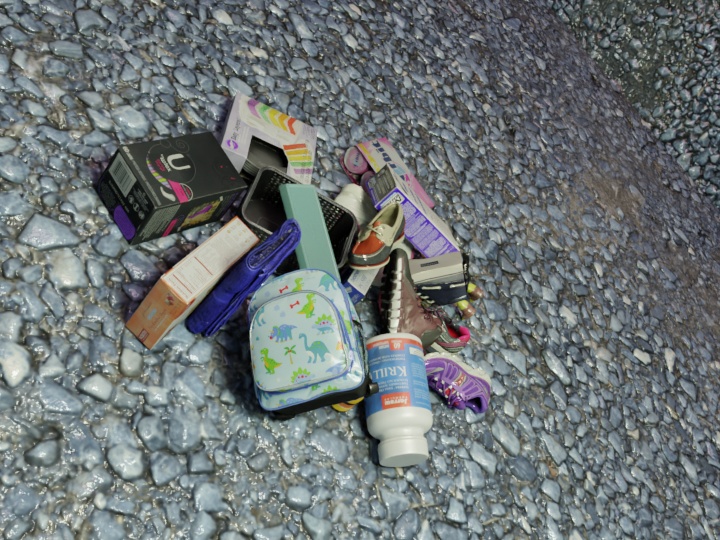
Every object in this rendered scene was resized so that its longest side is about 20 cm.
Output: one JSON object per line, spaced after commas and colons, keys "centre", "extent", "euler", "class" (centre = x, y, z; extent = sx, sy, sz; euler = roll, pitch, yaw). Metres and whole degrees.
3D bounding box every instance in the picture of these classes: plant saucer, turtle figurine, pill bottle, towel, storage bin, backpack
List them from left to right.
{"centre": [-0.173, 0.016, 1.229], "extent": [0.050, 0.200, 0.148], "euler": [46, 39, -4], "class": "towel"}
{"centre": [-0.120, -0.071, 1.410], "extent": [0.198, 0.094, 0.136], "euler": [29, 50, -13], "class": "storage bin"}
{"centre": [-0.085, 0.102, 1.219], "extent": [0.147, 0.180, 0.203], "euler": [66, 9, -68], "class": "backpack"}
{"centre": [-0.083, -0.062, 1.354], "extent": [0.069, 0.019, 0.202], "euler": [-1, 63, -31], "class": "plant saucer"}
{"centre": [0.061, 0.216, 1.338], "extent": [0.111, 0.112, 0.203], "euler": [13, 56, -34], "class": "pill bottle"}
{"centre": [0.179, 0.016, 1.660], "extent": [0.161, 0.064, 0.201], "euler": [37, 40, -12], "class": "turtle figurine"}

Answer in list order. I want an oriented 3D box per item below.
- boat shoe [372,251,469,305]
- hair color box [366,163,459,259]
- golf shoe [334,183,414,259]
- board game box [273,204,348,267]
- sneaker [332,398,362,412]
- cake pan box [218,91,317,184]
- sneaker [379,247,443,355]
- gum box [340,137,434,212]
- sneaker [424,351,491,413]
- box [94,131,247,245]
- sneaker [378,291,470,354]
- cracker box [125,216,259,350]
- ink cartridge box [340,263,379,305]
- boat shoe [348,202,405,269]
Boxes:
{"centre": [0.118, 0.030, 1.556], "extent": [0.075, 0.197, 0.094], "euler": [-85, 165, -60], "class": "boat shoe"}
{"centre": [0.102, -0.105, 1.576], "extent": [0.200, 0.065, 0.110], "euler": [44, 15, -28], "class": "hair color box"}
{"centre": [0.019, -0.077, 1.600], "extent": [0.200, 0.075, 0.092], "euler": [43, 54, -2], "class": "golf shoe"}
{"centre": [-0.106, -0.085, 1.512], "extent": [0.095, 0.030, 0.202], "euler": [-17, 73, -47], "class": "board game box"}
{"centre": [-0.060, 0.135, 1.320], "extent": [0.200, 0.090, 0.070], "euler": [48, 39, 1], "class": "sneaker"}
{"centre": [-0.177, -0.235, 1.532], "extent": [0.182, 0.053, 0.202], "euler": [22, 41, -15], "class": "cake pan box"}
{"centre": [0.098, 0.063, 1.471], "extent": [0.114, 0.076, 0.203], "euler": [4, 92, -18], "class": "sneaker"}
{"centre": [0.054, -0.189, 1.715], "extent": [0.113, 0.066, 0.201], "euler": [-22, 74, -51], "class": "gum box"}
{"centre": [0.168, 0.210, 1.480], "extent": [0.198, 0.080, 0.084], "euler": [23, 51, -27], "class": "sneaker"}
{"centre": [-0.306, -0.138, 1.311], "extent": [0.199, 0.106, 0.123], "euler": [-23, 75, -50], "class": "box"}
{"centre": [0.120, 0.091, 1.535], "extent": [0.199, 0.075, 0.081], "euler": [32, 41, -17], "class": "sneaker"}
{"centre": [-0.250, 0.017, 1.210], "extent": [0.058, 0.134, 0.200], "euler": [44, 39, -2], "class": "cracker box"}
{"centre": [0.000, 0.000, 1.485], "extent": [0.044, 0.094, 0.201], "euler": [39, 39, -8], "class": "ink cartridge box"}
{"centre": [0.031, -0.060, 1.418], "extent": [0.070, 0.063, 0.200], "euler": [12, 28, 20], "class": "boat shoe"}
